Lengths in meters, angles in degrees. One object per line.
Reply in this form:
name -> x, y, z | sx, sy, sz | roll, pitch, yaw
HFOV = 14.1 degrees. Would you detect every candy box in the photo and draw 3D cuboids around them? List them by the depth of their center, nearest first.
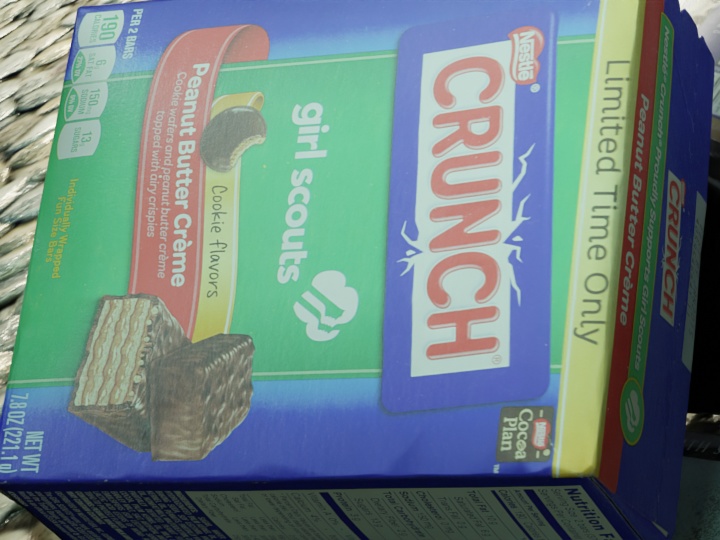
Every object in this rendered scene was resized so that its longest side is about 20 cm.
candy box -> 0.000, 0.000, 0.892 | 0.199, 0.077, 0.170 | -2, 65, 23

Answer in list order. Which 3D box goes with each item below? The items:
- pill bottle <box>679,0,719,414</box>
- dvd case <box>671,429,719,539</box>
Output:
pill bottle -> 0.143, -0.052, 1.006 | 0.112, 0.112, 0.200 | -8, 30, 41
dvd case -> 0.035, 0.117, 0.901 | 0.200, 0.022, 0.146 | -41, 25, -27
